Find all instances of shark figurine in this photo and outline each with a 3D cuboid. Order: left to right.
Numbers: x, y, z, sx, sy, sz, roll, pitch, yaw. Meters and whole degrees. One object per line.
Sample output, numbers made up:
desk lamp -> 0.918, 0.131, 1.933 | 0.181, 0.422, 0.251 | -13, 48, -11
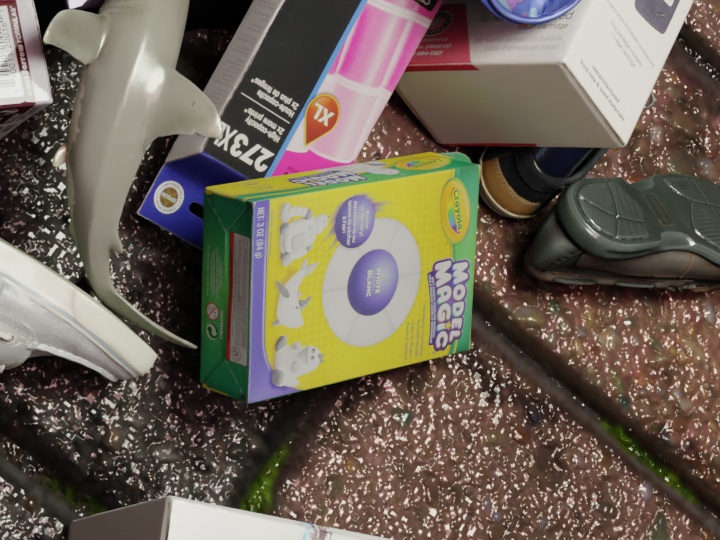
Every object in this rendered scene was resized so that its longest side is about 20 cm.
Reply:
shark figurine -> -0.112, -0.061, 1.168 | 0.128, 0.089, 0.215 | -19, 119, -71

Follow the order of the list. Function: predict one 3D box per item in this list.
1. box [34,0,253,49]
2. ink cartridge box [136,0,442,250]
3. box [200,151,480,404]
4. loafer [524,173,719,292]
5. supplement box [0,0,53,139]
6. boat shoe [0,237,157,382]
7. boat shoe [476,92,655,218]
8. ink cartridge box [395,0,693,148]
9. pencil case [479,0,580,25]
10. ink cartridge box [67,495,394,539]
box -> -0.105, -0.214, 1.279 | 0.200, 0.079, 0.142 | -11, 82, -30
ink cartridge box -> -0.038, -0.097, 1.263 | 0.095, 0.037, 0.200 | 30, 89, -35
box -> 0.000, 0.000, 1.266 | 0.200, 0.048, 0.118 | -13, 111, -43
loafer -> 0.182, -0.019, 1.407 | 0.200, 0.063, 0.072 | 5, 52, -42
supplement box -> -0.271, -0.091, 1.141 | 0.200, 0.109, 0.061 | -8, 83, -29
boat shoe -> -0.204, 0.017, 1.186 | 0.201, 0.070, 0.072 | 32, 87, -22
boat shoe -> 0.145, -0.112, 1.401 | 0.075, 0.062, 0.200 | 45, 61, -11
ink cartridge box -> 0.122, -0.176, 1.344 | 0.084, 0.145, 0.200 | 48, 59, -38
pencil case -> 0.053, -0.205, 1.293 | 0.087, 0.200, 0.078 | -10, 119, -28
ink cartridge box -> -0.049, 0.212, 1.172 | 0.200, 0.147, 0.146 | 15, 73, -24
